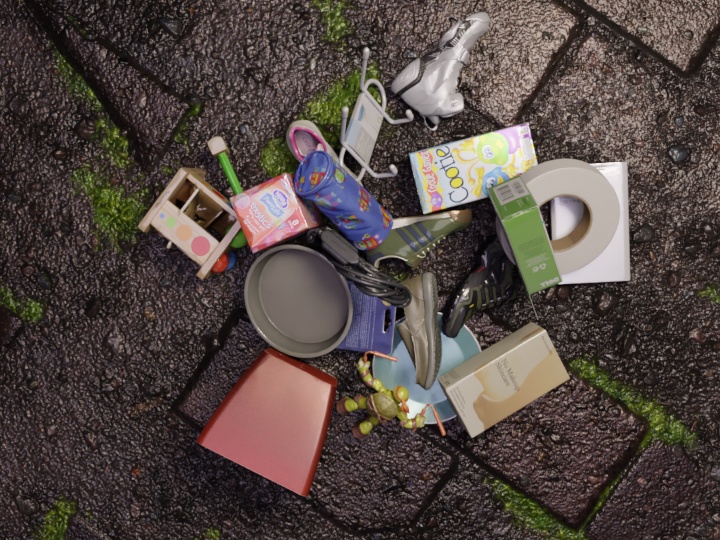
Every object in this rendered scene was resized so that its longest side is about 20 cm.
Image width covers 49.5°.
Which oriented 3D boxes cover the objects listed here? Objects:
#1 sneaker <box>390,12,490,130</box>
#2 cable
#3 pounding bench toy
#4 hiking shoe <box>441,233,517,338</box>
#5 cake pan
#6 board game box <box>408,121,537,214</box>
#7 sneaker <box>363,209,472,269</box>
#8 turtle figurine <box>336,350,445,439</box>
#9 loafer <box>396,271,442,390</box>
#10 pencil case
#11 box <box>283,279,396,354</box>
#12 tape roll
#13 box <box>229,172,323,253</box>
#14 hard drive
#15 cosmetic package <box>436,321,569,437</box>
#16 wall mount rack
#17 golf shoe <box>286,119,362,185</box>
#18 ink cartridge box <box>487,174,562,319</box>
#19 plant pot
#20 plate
[{"bbox_3d":[0.157,-0.332,1.314,0.199,0.075,0.115,-39,93,11],"label":"sneaker"},{"bbox_3d":[0.000,0.000,1.274,0.199,0.163,0.051,37,90,13],"label":"cable"},{"bbox_3d":[-0.244,-0.106,1.333,0.156,0.124,0.201,38,96,-1],"label":"pounding bench toy"},{"bbox_3d":[0.218,0.040,1.336,0.100,0.076,0.201,33,88,-3],"label":"hiking shoe"},{"bbox_3d":[-0.102,0.049,1.328,0.198,0.037,0.203,6,109,18],"label":"cake pan"},{"bbox_3d":[0.189,-0.170,1.310,0.198,0.105,0.104,-14,95,5],"label":"board game box"},{"bbox_3d":[0.099,-0.049,1.346,0.198,0.067,0.091,-8,93,11],"label":"sneaker"},{"bbox_3d":[0.040,0.239,1.344,0.200,0.065,0.161,46,132,-10],"label":"turtle figurine"},{"bbox_3d":[0.099,0.104,1.340,0.069,0.075,0.203,-2,92,16],"label":"loafer"},{"bbox_3d":[-0.028,-0.108,1.254,0.086,0.200,0.079,-9,57,32],"label":"pencil case"},{"bbox_3d":[-0.034,0.076,1.372,0.198,0.032,0.123,7,96,13],"label":"box"},{"bbox_3d":[0.321,-0.083,1.274,0.200,0.037,0.205,-3,123,-5],"label":"tape roll"},{"bbox_3d":[-0.132,-0.096,1.289,0.102,0.200,0.096,-24,93,5],"label":"box"},{"bbox_3d":[0.393,-0.081,1.344,0.130,0.025,0.203,-3,95,4],"label":"hard drive"},{"bbox_3d":[0.243,0.185,1.338,0.199,0.071,0.106,-32,100,-2],"label":"cosmetic package"},{"bbox_3d":[0.013,-0.250,1.269,0.074,0.174,0.202,-3,59,37],"label":"wall mount rack"},{"bbox_3d":[-0.061,-0.170,1.333,0.075,0.092,0.200,-40,93,5],"label":"golf shoe"},{"bbox_3d":[0.263,-0.035,1.214,0.059,0.104,0.201,-22,122,9],"label":"ink cartridge box"},{"bbox_3d":[-0.137,0.240,1.334,0.198,0.200,0.178,25,87,1],"label":"plant pot"},{"bbox_3d":[0.119,0.171,1.386,0.197,0.026,0.203,0,95,3],"label":"plate"}]
